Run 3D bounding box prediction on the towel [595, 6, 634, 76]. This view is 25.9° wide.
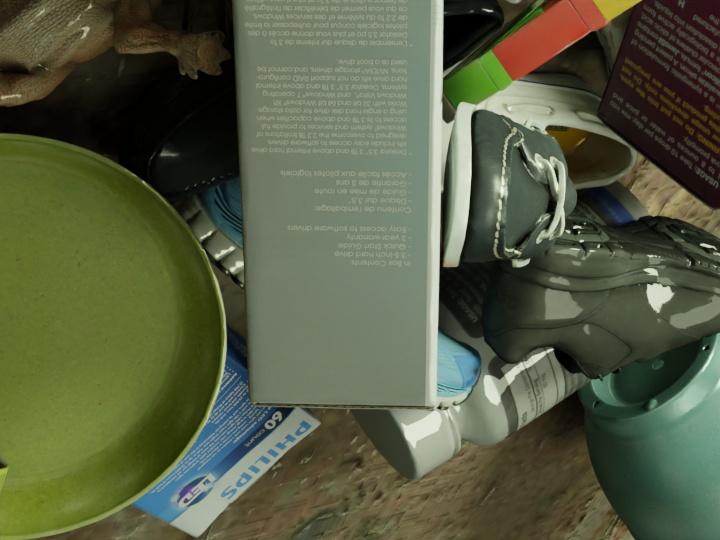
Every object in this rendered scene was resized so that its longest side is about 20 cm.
[{"bbox_3d":[0.200,-0.206,0.874,0.191,0.032,0.200,-39,145,-3],"label":"towel"}]

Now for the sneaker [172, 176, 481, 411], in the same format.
[{"bbox_3d":[0.000,0.000,0.822,0.200,0.078,0.090,39,88,-29],"label":"sneaker"}]

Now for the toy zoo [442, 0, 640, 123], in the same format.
[{"bbox_3d":[0.131,-0.145,0.734,0.200,0.020,0.131,-30,-170,45],"label":"toy zoo"}]

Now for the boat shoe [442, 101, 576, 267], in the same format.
[{"bbox_3d":[0.071,-0.039,0.731,0.200,0.060,0.076,-53,151,-78],"label":"boat shoe"}]

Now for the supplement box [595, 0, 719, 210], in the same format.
[{"bbox_3d":[0.229,-0.151,0.840,0.131,0.103,0.201,-19,139,-36],"label":"supplement box"}]

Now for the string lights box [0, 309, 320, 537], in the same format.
[{"bbox_3d":[-0.114,0.067,0.841,0.103,0.059,0.200,-43,146,2],"label":"string lights box"}]

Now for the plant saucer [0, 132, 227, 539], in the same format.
[{"bbox_3d":[-0.161,0.029,0.713,0.199,0.031,0.201,-4,114,-9],"label":"plant saucer"}]

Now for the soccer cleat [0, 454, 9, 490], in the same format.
[{"bbox_3d":[-0.190,0.112,0.685,0.083,0.065,0.201,-5,112,10],"label":"soccer cleat"}]

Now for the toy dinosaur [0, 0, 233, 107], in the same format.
[{"bbox_3d":[-0.118,-0.110,0.637,0.199,0.136,0.086,-21,105,7],"label":"toy dinosaur"}]

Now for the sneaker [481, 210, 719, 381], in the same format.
[{"bbox_3d":[0.151,0.018,0.884,0.199,0.076,0.091,7,113,-24],"label":"sneaker"}]

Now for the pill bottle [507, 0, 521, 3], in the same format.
[{"bbox_3d":[0.117,-0.219,0.710,0.200,0.111,0.111,-43,146,1],"label":"pill bottle"}]

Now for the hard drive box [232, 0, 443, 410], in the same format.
[{"bbox_3d":[-0.005,-0.068,0.635,0.076,0.156,0.201,1,116,3],"label":"hard drive box"}]

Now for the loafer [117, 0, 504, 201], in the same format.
[{"bbox_3d":[-0.022,-0.091,0.748,0.200,0.070,0.068,-33,144,-12],"label":"loafer"}]

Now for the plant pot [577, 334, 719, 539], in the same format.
[{"bbox_3d":[0.240,0.096,1.126,0.200,0.200,0.134,-43,119,3],"label":"plant pot"}]

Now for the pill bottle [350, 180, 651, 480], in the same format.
[{"bbox_3d":[0.087,0.034,0.954,0.199,0.114,0.114,-31,144,-14],"label":"pill bottle"}]

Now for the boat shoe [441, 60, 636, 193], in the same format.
[{"bbox_3d":[0.078,-0.068,0.872,0.199,0.070,0.071,-4,131,-43],"label":"boat shoe"}]
